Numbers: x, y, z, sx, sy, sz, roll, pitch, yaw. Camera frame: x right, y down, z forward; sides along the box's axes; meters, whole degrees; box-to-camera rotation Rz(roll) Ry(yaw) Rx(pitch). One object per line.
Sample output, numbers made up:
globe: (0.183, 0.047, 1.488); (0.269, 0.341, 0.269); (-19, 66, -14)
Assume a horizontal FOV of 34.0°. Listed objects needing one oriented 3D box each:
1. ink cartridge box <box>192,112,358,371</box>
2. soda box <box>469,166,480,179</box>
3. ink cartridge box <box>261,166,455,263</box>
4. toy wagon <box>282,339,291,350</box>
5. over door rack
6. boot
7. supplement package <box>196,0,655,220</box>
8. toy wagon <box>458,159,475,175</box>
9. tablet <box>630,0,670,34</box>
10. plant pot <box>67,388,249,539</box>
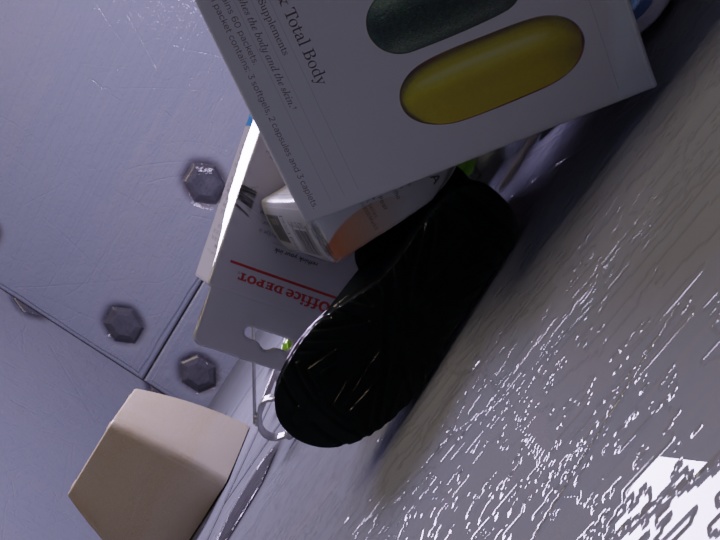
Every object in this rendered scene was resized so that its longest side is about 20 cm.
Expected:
ink cartridge box: (-0.050, -0.031, 0.889); (0.203, 0.114, 0.067); (-70, 19, 1)
soda box: (0.056, -0.110, 1.098); (0.068, 0.063, 0.200); (-43, 14, 11)
ink cartridge box: (0.036, -0.077, 0.788); (0.198, 0.051, 0.162); (-29, 10, -10)
toy wagon: (-0.014, 0.024, 0.979); (0.155, 0.039, 0.202); (-46, 36, 43)
over door rack: (-0.075, 0.047, 1.160); (0.149, 0.065, 0.202); (-72, -23, -49)
boot: (0.018, 0.016, 0.788); (0.201, 0.076, 0.168); (-51, 9, 2)
supplement package: (0.033, -0.156, 0.642); (0.197, 0.153, 0.151); (-20, 28, 14)
toy wagon: (0.101, -0.164, 0.951); (0.199, 0.039, 0.156); (-40, 35, 17)
tablet: (0.174, -0.172, 0.785); (0.131, 0.014, 0.200); (-60, 6, -20)
plant pot: (-0.294, 0.286, 1.671); (0.201, 0.176, 0.200); (-55, 5, 15)
